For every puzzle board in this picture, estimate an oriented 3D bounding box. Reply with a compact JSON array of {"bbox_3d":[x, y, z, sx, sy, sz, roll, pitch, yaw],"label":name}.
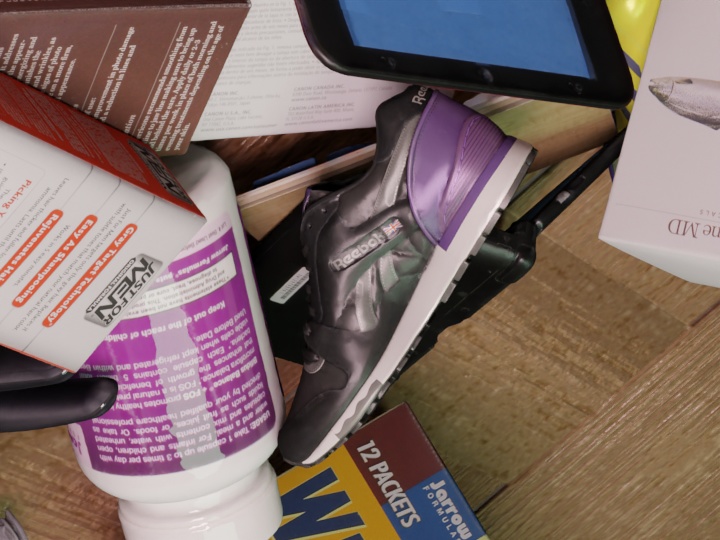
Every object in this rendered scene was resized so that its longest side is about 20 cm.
[{"bbox_3d":[0.035,-0.057,1.550,0.200,0.017,0.151,-20,168,5],"label":"puzzle board"}]

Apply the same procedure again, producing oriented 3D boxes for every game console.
[{"bbox_3d":[0.030,-0.024,1.598,0.176,0.116,0.200,18,152,-17],"label":"game console"},{"bbox_3d":[0.058,-0.183,1.349,0.200,0.119,0.172,4,118,-40],"label":"game console"}]

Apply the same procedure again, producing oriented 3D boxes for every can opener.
[{"bbox_3d":[-0.191,0.062,1.461,0.200,0.079,0.063,-5,145,41],"label":"can opener"}]

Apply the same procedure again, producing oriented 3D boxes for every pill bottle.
[{"bbox_3d":[-0.100,0.046,1.480,0.112,0.112,0.200,-20,114,-19],"label":"pill bottle"}]

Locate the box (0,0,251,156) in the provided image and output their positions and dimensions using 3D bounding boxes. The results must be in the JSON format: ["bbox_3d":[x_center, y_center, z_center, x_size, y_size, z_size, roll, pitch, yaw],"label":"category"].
[{"bbox_3d":[-0.162,-0.103,1.344,0.200,0.075,0.100,-7,139,-37],"label":"box"}]

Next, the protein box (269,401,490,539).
[{"bbox_3d":[-0.023,0.197,1.733,0.200,0.135,0.199,-31,170,-4],"label":"protein box"}]

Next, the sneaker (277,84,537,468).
[{"bbox_3d":[0.000,0.000,1.457,0.200,0.088,0.076,-58,179,12],"label":"sneaker"}]

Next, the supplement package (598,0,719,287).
[{"bbox_3d":[0.224,-0.090,1.558,0.117,0.117,0.200,23,81,-56],"label":"supplement package"}]

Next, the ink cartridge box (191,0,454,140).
[{"bbox_3d":[-0.009,-0.162,1.439,0.162,0.050,0.200,-6,124,-34],"label":"ink cartridge box"}]

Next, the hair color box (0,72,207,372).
[{"bbox_3d":[-0.170,-0.031,1.302,0.102,0.061,0.200,-48,143,11],"label":"hair color box"}]

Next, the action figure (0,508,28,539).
[{"bbox_3d":[-0.245,0.183,1.648,0.130,0.069,0.200,-16,140,-9],"label":"action figure"}]

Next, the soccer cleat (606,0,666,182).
[{"bbox_3d":[0.170,-0.091,1.628,0.065,0.084,0.200,-26,146,-10],"label":"soccer cleat"}]
